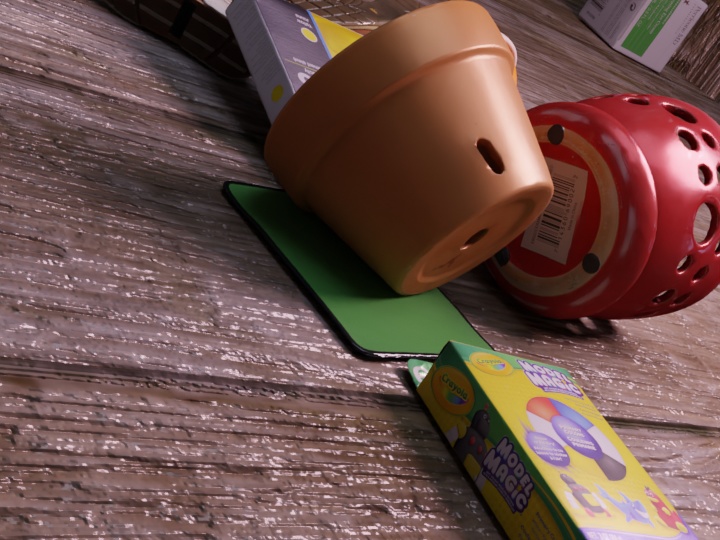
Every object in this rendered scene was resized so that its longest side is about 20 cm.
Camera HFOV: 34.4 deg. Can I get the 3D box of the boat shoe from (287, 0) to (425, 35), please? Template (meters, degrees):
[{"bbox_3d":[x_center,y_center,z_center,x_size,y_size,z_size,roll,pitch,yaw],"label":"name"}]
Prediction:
[{"bbox_3d":[-0.006,-0.276,1.351,0.198,0.068,0.072,-4,42,-30],"label":"boat shoe"}]

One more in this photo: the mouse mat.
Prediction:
[{"bbox_3d":[0.000,0.000,0.864,0.160,0.008,0.200,7,32,-47],"label":"mouse mat"}]

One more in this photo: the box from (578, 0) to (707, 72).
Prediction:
[{"bbox_3d":[0.674,-0.624,2.794,0.170,0.200,0.201,18,28,-32],"label":"box"}]

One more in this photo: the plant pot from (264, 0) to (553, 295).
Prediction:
[{"bbox_3d":[0.049,-0.077,0.854,0.141,0.200,0.199,57,29,15],"label":"plant pot"}]

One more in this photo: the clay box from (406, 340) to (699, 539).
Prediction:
[{"bbox_3d":[0.116,0.114,0.727,0.114,0.048,0.200,15,29,-37],"label":"clay box"}]

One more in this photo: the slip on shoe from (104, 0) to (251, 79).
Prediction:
[{"bbox_3d":[-0.168,-0.255,1.072,0.199,0.076,0.061,33,30,-7],"label":"slip on shoe"}]

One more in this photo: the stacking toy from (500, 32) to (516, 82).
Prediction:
[{"bbox_3d":[0.124,-0.134,1.198,0.145,0.146,0.201,9,51,-45],"label":"stacking toy"}]

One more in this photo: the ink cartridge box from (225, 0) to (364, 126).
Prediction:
[{"bbox_3d":[-0.010,-0.146,1.033,0.197,0.047,0.201,16,39,-44],"label":"ink cartridge box"}]

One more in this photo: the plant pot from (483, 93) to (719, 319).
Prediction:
[{"bbox_3d":[0.206,-0.055,1.007,0.182,0.201,0.201,-3,41,-45],"label":"plant pot"}]
